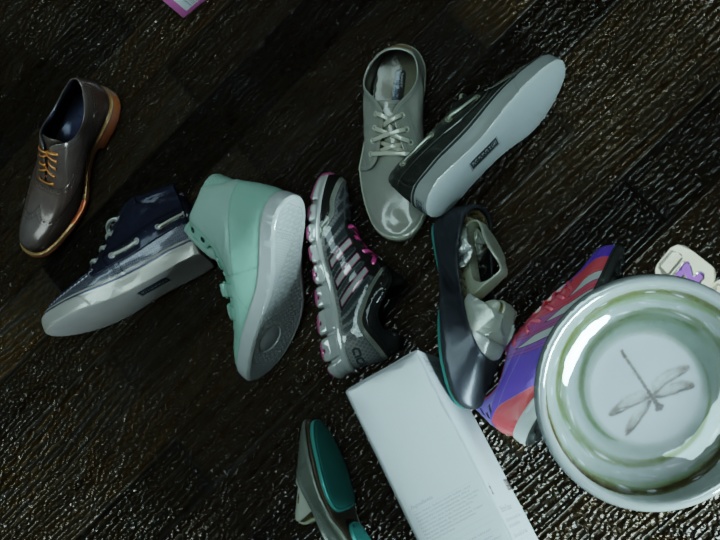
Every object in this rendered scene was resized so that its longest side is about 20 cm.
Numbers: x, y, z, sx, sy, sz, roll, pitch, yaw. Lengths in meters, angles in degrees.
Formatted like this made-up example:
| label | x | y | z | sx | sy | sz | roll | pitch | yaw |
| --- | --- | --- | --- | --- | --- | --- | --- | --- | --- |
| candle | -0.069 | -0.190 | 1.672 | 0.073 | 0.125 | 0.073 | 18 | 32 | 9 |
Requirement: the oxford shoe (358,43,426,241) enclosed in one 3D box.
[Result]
| label | x | y | z | sx | sy | sz | roll | pitch | yaw |
| --- | --- | --- | --- | --- | --- | --- | --- | --- | --- |
| oxford shoe | 0.032 | -0.129 | 1.070 | 0.075 | 0.058 | 0.201 | 0 | 83 | 13 |

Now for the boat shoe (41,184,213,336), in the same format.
| label | x | y | z | sx | sy | sz | roll | pitch | yaw |
| --- | --- | --- | --- | --- | --- | --- | --- | --- | --- |
| boat shoe | -0.248 | -0.011 | 1.133 | 0.200 | 0.075 | 0.093 | -26 | 70 | 3 |

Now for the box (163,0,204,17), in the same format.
| label | x | y | z | sx | sy | sz | roll | pitch | yaw |
| --- | --- | --- | --- | --- | --- | --- | --- | --- | --- |
| box | -0.188 | -0.409 | 1.162 | 0.176 | 0.097 | 0.200 | -36 | 74 | 9 |

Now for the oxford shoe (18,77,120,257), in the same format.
| label | x | y | z | sx | sy | sz | roll | pitch | yaw |
| --- | --- | --- | --- | --- | --- | --- | --- | --- | --- |
| oxford shoe | -0.327 | -0.113 | 1.167 | 0.071 | 0.073 | 0.201 | 18 | 87 | 18 |

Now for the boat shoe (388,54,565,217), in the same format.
| label | x | y | z | sx | sy | sz | roll | pitch | yaw |
| --- | --- | --- | --- | --- | --- | --- | --- | --- | --- |
| boat shoe | 0.109 | -0.139 | 1.030 | 0.200 | 0.071 | 0.064 | -43 | 58 | -11 |

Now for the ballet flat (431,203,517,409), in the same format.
| label | x | y | z | sx | sy | sz | roll | pitch | yaw |
| --- | --- | --- | --- | --- | --- | --- | --- | --- | --- |
| ballet flat | 0.104 | 0.024 | 0.992 | 0.073 | 0.073 | 0.201 | -12 | 60 | 15 |

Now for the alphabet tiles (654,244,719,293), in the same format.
| label | x | y | z | sx | sy | sz | roll | pitch | yaw |
| --- | --- | --- | --- | --- | --- | --- | --- | --- | --- |
| alphabet tiles | 0.320 | 0.080 | 0.964 | 0.195 | 0.015 | 0.200 | 39 | 93 | 13 |

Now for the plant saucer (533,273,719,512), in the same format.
| label | x | y | z | sx | sy | sz | roll | pitch | yaw |
| --- | --- | --- | --- | --- | --- | --- | --- | --- | --- |
| plant saucer | 0.246 | 0.102 | 0.935 | 0.199 | 0.050 | 0.201 | 0 | 92 | 2 |

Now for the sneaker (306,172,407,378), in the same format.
| label | x | y | z | sx | sy | sz | roll | pitch | yaw |
| --- | --- | --- | --- | --- | --- | --- | --- | --- | --- |
| sneaker | 0.000 | 0.000 | 1.052 | 0.087 | 0.074 | 0.201 | -9 | 77 | 8 |

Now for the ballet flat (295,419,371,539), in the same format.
| label | x | y | z | sx | sy | sz | roll | pitch | yaw |
| --- | --- | --- | --- | --- | --- | --- | --- | --- | --- |
| ballet flat | -0.028 | 0.239 | 1.024 | 0.064 | 0.067 | 0.200 | -31 | 73 | 17 |

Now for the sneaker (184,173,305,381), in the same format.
| label | x | y | z | sx | sy | sz | roll | pitch | yaw |
| --- | --- | --- | --- | --- | --- | --- | --- | --- | --- |
| sneaker | -0.119 | 0.002 | 1.072 | 0.118 | 0.074 | 0.201 | 23 | 116 | 30 |

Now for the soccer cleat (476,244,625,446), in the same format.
| label | x | y | z | sx | sy | sz | roll | pitch | yaw |
| --- | --- | --- | --- | --- | --- | --- | --- | --- | --- |
| soccer cleat | 0.173 | 0.058 | 0.993 | 0.073 | 0.068 | 0.200 | 29 | 93 | 23 |

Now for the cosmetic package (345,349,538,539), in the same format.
| label | x | y | z | sx | sy | sz | roll | pitch | yaw |
| --- | --- | --- | --- | --- | --- | --- | --- | --- | --- |
| cosmetic package | 0.075 | 0.178 | 0.978 | 0.081 | 0.113 | 0.200 | -29 | 76 | 11 |
